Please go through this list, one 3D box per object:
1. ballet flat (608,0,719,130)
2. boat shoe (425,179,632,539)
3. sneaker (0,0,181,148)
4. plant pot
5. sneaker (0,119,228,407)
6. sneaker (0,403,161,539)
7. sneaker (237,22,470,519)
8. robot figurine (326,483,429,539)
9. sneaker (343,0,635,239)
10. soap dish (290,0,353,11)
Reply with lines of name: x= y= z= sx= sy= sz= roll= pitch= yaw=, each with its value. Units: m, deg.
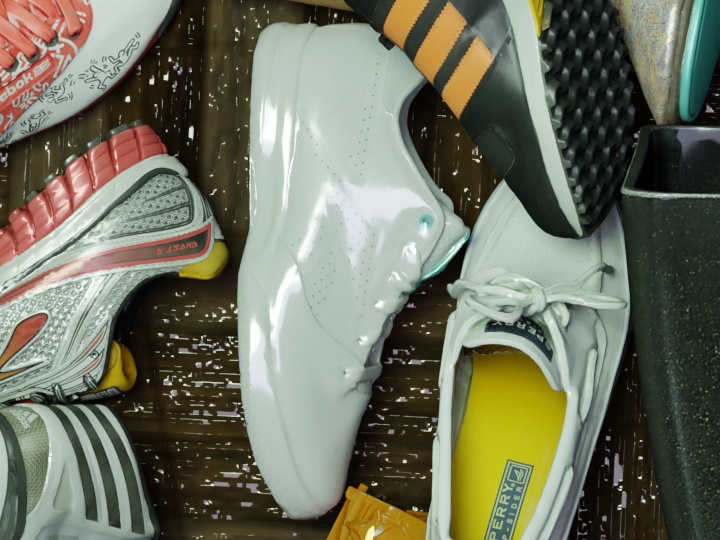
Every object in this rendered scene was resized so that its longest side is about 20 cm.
ballet flat: x=0.125 y=-0.154 z=0.980 sx=0.067 sy=0.068 sz=0.200 roll=13 pitch=78 yaw=19
boat shoe: x=0.061 y=0.031 z=0.939 sx=0.074 sy=0.086 sz=0.202 roll=12 pitch=63 yaw=10
sneaker: x=-0.157 y=-0.080 z=0.977 sx=0.201 sy=0.108 sz=0.067 roll=-35 pitch=88 yaw=3
plant pot: x=0.193 y=0.049 z=0.853 sx=0.199 sy=0.200 sz=0.178 roll=1 pitch=100 yaw=8
sneaker: x=-0.137 y=0.033 z=0.991 sx=0.200 sy=0.078 sz=0.082 roll=-43 pitch=90 yaw=3
sneaker: x=-0.140 y=0.136 z=0.992 sx=0.076 sy=0.115 sz=0.201 roll=51 pitch=129 yaw=37
sneaker: x=0.000 y=0.000 z=0.981 sx=0.088 sy=0.075 sz=0.201 roll=1 pitch=88 yaw=9
robot figurine: x=0.062 y=0.169 z=0.954 sx=0.200 sy=0.058 sz=0.145 roll=25 pitch=81 yaw=22
sneaker: x=0.036 y=-0.100 z=0.920 sx=0.090 sy=0.070 sz=0.200 roll=-3 pitch=123 yaw=33
soap dish: x=0.020 y=-0.202 z=0.979 sx=0.157 sy=0.081 sz=0.201 roll=10 pitch=92 yaw=4
